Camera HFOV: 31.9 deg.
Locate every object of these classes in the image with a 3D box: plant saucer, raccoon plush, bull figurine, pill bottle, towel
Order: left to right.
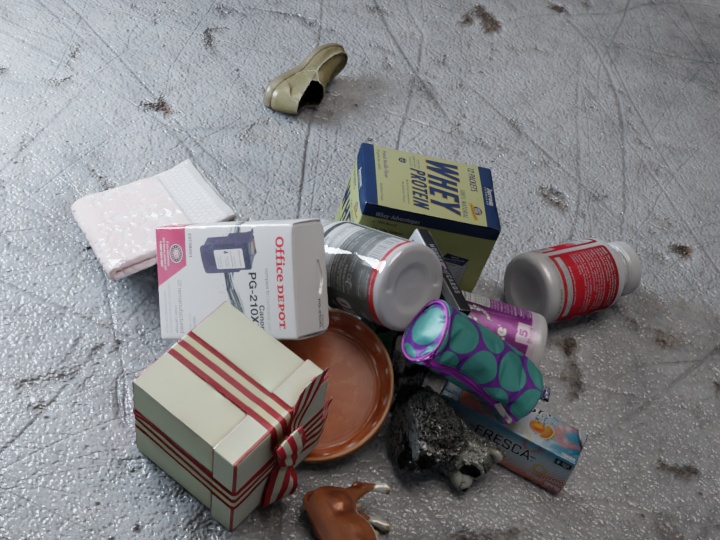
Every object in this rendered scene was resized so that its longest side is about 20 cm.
[{"bbox_3d":[-0.284,-0.075,1.725,0.191,0.032,0.200,-23,36,-15],"label":"towel"},{"bbox_3d":[-0.056,0.147,1.600,0.200,0.032,0.201,-2,68,4],"label":"plant saucer"},{"bbox_3d":[0.000,0.000,1.626,0.114,0.114,0.200,-19,25,-37],"label":"pill bottle"},{"bbox_3d":[0.004,0.331,1.467,0.121,0.065,0.200,-3,49,-31],"label":"bull figurine"},{"bbox_3d":[0.116,0.180,1.600,0.134,0.201,0.097,0,9,-25],"label":"raccoon plush"},{"bbox_3d":[0.149,0.088,1.749,0.199,0.112,0.112,16,41,-5],"label":"pill bottle"},{"bbox_3d":[0.324,0.013,1.904,0.200,0.112,0.112,-12,51,-32],"label":"pill bottle"}]

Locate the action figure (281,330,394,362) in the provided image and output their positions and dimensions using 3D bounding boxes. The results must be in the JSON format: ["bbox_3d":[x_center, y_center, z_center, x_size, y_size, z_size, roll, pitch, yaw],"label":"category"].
[{"bbox_3d":[-0.062,0.125,1.652,0.199,0.055,0.118,9,72,4],"label":"action figure"}]

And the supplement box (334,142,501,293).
[{"bbox_3d":[0.070,-0.048,1.794,0.199,0.200,0.134,10,42,-13],"label":"supplement box"}]

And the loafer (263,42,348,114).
[{"bbox_3d":[-0.081,-0.314,2.117,0.067,0.076,0.200,37,53,16],"label":"loafer"}]

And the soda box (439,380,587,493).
[{"bbox_3d":[0.193,0.210,1.668,0.200,0.068,0.064,27,41,8],"label":"soda box"}]

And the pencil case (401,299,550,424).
[{"bbox_3d":[0.142,0.117,1.566,0.200,0.085,0.093,35,47,-33],"label":"pencil case"}]

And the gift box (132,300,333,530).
[{"bbox_3d":[-0.135,0.163,1.474,0.187,0.185,0.200,37,62,19],"label":"gift box"}]

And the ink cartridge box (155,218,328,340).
[{"bbox_3d":[-0.149,0.012,1.579,0.199,0.145,0.084,-1,4,24],"label":"ink cartridge box"}]

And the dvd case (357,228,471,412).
[{"bbox_3d":[0.063,0.067,1.670,0.025,0.200,0.150,5,42,-33],"label":"dvd case"}]
